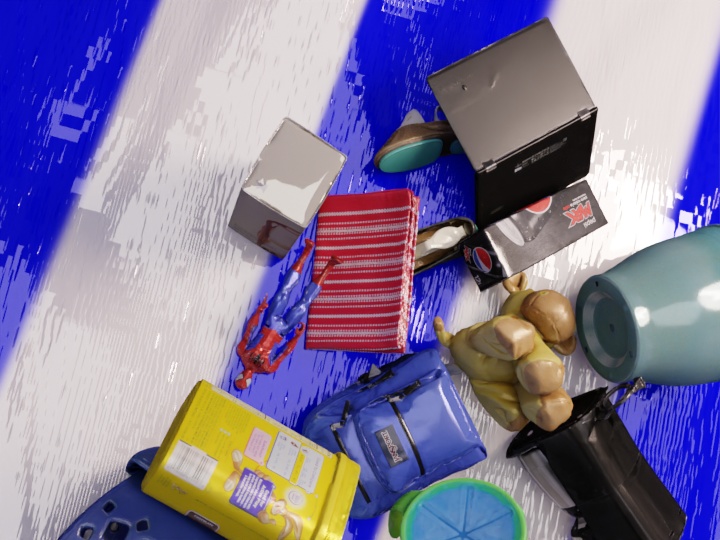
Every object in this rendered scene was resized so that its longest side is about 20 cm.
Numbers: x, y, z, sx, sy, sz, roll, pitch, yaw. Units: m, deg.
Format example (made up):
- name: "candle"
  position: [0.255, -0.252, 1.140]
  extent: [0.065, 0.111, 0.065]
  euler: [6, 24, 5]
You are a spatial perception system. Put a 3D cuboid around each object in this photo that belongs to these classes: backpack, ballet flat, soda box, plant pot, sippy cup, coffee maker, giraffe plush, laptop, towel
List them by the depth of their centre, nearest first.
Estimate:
- name: "sippy cup"
  position: [0.115, 0.320, 1.109]
  extent: [0.139, 0.131, 0.178]
  euler: [-14, 41, -7]
- name: "plant pot"
  position: [-0.224, 0.311, 1.123]
  extent: [0.200, 0.200, 0.180]
  euler: [36, 70, -3]
- name: "backpack"
  position: [0.028, 0.195, 1.202]
  extent: [0.199, 0.168, 0.163]
  euler: [-25, 82, -7]
- name: "coffee maker"
  position: [0.303, 0.258, 1.232]
  extent: [0.135, 0.192, 0.200]
  euler: [-36, 92, -30]
- name: "towel"
  position: [0.000, 0.000, 1.253]
  extent: [0.144, 0.022, 0.201]
  euler: [0, 79, 31]
- name: "plant pot"
  position: [0.379, 0.056, 1.257]
  extent: [0.187, 0.200, 0.201]
  euler: [-10, 84, -20]
- name: "giraffe plush"
  position: [0.204, 0.087, 1.263]
  extent: [0.162, 0.200, 0.173]
  euler: [-37, 119, -30]
- name: "ballet flat"
  position: [0.060, -0.024, 1.287]
  extent: [0.199, 0.068, 0.068]
  euler: [-25, 85, -13]
- name: "soda box"
  position: [0.221, -0.047, 1.292]
  extent: [0.199, 0.063, 0.071]
  euler: [-26, 88, -34]
- name: "laptop"
  position: [0.197, -0.183, 1.312]
  extent: [0.187, 0.200, 0.116]
  euler: [-28, 55, -13]
- name: "ballet flat"
  position: [0.102, -0.182, 1.325]
  extent: [0.199, 0.068, 0.073]
  euler: [-15, 65, -13]

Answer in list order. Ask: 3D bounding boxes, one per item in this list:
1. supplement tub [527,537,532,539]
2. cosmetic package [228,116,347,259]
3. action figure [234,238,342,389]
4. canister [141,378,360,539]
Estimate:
- name: "supplement tub"
  position: [0.142, 0.421, 1.200]
  extent: [0.199, 0.145, 0.146]
  euler: [-23, 87, -13]
- name: "cosmetic package"
  position: [-0.090, -0.091, 1.199]
  extent: [0.087, 0.200, 0.104]
  euler: [32, 77, -5]
- name: "action figure"
  position: [-0.098, 0.059, 1.243]
  extent: [0.065, 0.052, 0.201]
  euler: [31, 94, -7]
- name: "canister"
  position: [-0.113, 0.217, 1.064]
  extent: [0.199, 0.087, 0.149]
  euler: [32, 35, -8]
